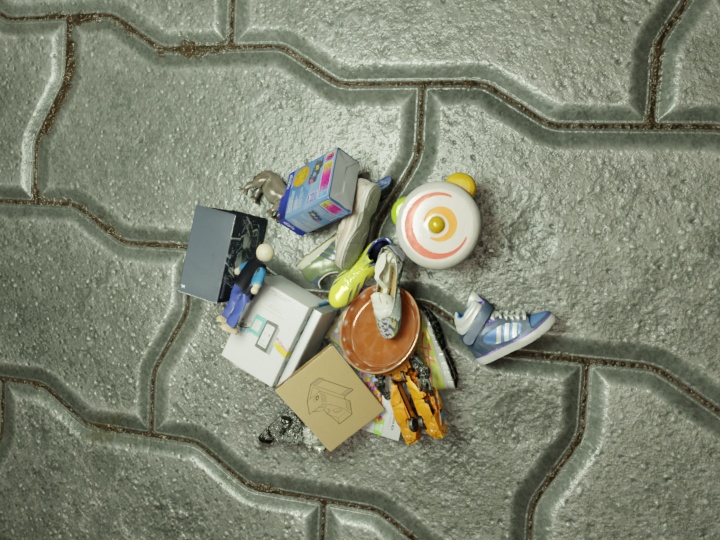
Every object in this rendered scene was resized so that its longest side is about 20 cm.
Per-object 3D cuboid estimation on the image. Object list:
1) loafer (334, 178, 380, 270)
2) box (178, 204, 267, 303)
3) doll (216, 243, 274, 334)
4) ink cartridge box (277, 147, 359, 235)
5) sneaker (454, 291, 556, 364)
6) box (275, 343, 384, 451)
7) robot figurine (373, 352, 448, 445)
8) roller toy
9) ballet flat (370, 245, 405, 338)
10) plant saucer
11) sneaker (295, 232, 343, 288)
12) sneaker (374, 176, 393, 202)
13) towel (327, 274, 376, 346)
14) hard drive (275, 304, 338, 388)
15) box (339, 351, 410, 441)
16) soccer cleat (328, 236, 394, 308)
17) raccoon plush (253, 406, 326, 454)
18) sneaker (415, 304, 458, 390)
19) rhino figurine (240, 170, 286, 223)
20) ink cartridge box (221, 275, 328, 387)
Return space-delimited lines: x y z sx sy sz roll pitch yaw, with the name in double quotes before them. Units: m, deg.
"loafer" -0.017 -0.103 1.238 0.062 0.072 0.203 28 102 31
"box" -0.316 -0.038 1.315 0.103 0.182 0.203 15 96 13
"doll" -0.247 0.030 1.219 0.202 0.048 0.136 -60 35 9
"ink cartridge box" -0.103 -0.166 1.243 0.198 0.076 0.138 -20 51 42
"sneaker" 0.300 0.098 1.216 0.199 0.080 0.148 -32 88 18
"box" -0.067 0.286 1.255 0.163 0.021 0.201 -37 106 2
"robot figurine" 0.110 0.273 1.232 0.144 0.058 0.203 -22 87 33
"roller toy" 0.173 -0.096 1.212 0.197 0.140 0.185 -20 87 13
"ballet flat" 0.052 0.041 1.197 0.071 0.072 0.204 3 76 14
"plant saucer" 0.045 0.129 1.234 0.198 0.032 0.203 -13 64 27
"sneaker" -0.050 -0.036 1.315 0.199 0.067 0.090 -36 96 9
"sneaker" -0.019 -0.179 1.294 0.197 0.075 0.080 -19 84 12
"towel" 0.024 0.112 1.294 0.143 0.023 0.201 42 98 27
"hard drive" -0.121 0.176 1.298 0.026 0.132 0.202 29 98 12
"box" 0.015 0.290 1.316 0.197 0.041 0.159 14 95 12
"soccer cleat" 0.000 -0.001 1.261 0.065 0.084 0.200 43 80 8
"raccoon plush" -0.153 0.400 1.354 0.134 0.097 0.200 45 131 1
"sneaker" 0.146 0.178 1.262 0.089 0.078 0.203 -20 85 21
"rhino figurine" -0.185 -0.159 1.341 0.199 0.060 0.088 41 89 6
"ink cartridge box" -0.196 0.135 1.309 0.145 0.147 0.202 28 98 12
